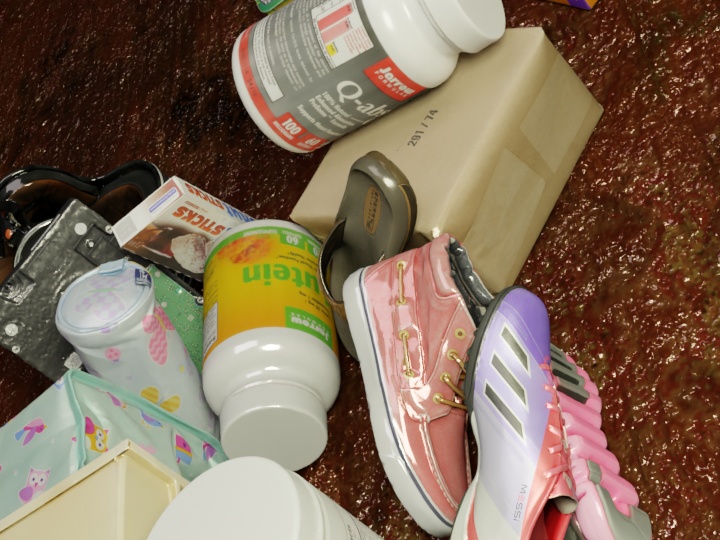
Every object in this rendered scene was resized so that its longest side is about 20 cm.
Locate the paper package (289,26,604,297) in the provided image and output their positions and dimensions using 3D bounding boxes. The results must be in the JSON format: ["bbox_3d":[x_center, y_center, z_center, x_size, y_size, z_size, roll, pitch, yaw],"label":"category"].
[{"bbox_3d":[0.069,-0.090,1.060,0.191,0.103,0.200,10,64,49],"label":"paper package"}]

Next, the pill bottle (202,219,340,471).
[{"bbox_3d":[-0.073,0.062,1.053,0.111,0.111,0.200,-31,39,21],"label":"pill bottle"}]

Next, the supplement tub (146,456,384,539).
[{"bbox_3d":[-0.027,0.215,0.785,0.132,0.200,0.132,-27,41,26],"label":"supplement tub"}]

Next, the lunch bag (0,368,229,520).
[{"bbox_3d":[-0.198,0.184,0.998,0.170,0.200,0.122,-35,51,20],"label":"lunch bag"}]

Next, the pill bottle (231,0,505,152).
[{"bbox_3d":[0.006,-0.182,1.026,0.200,0.116,0.116,-24,42,30],"label":"pill bottle"}]

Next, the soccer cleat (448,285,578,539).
[{"bbox_3d":[0.101,0.107,0.769,0.073,0.068,0.200,-4,71,42],"label":"soccer cleat"}]

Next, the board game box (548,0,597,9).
[{"bbox_3d":[0.157,-0.390,1.169,0.200,0.200,0.200,-51,36,-6],"label":"board game box"}]

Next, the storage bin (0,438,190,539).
[{"bbox_3d":[-0.168,0.246,0.901,0.200,0.199,0.094,-33,37,18],"label":"storage bin"}]

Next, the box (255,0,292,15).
[{"bbox_3d":[-0.075,-0.373,1.522,0.117,0.048,0.200,-34,35,17],"label":"box"}]

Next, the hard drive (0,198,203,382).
[{"bbox_3d":[-0.217,0.050,1.136,0.140,0.200,0.038,-54,19,-9],"label":"hard drive"}]

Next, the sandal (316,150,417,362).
[{"bbox_3d":[0.000,0.000,0.978,0.055,0.200,0.082,-32,59,-32],"label":"sandal"}]

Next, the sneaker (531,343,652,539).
[{"bbox_3d":[0.116,0.122,0.848,0.095,0.079,0.200,-43,33,25],"label":"sneaker"}]

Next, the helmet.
[{"bbox_3d":[-0.253,-0.009,1.238,0.200,0.191,0.200,-8,81,62],"label":"helmet"}]

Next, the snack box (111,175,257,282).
[{"bbox_3d":[-0.129,-0.025,1.125,0.072,0.200,0.024,-39,63,12],"label":"snack box"}]

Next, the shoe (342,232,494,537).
[{"bbox_3d":[0.057,0.076,0.890,0.091,0.071,0.200,-27,69,28],"label":"shoe"}]

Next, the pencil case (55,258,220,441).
[{"bbox_3d":[-0.172,0.086,1.052,0.083,0.200,0.091,-21,36,2],"label":"pencil case"}]
